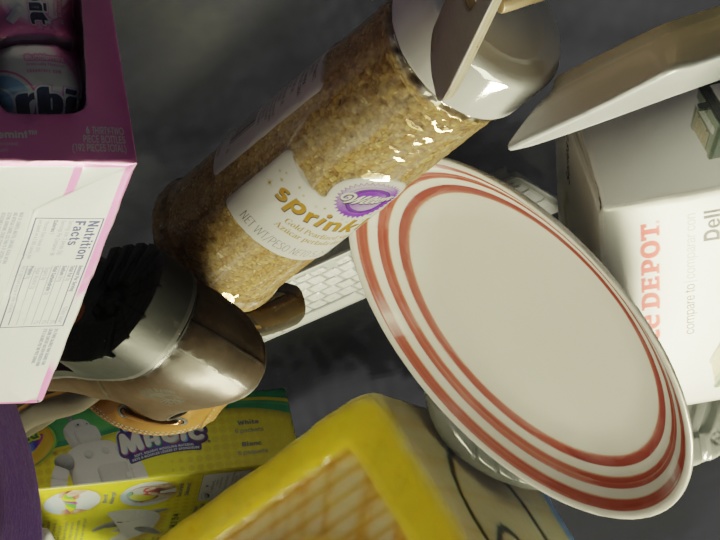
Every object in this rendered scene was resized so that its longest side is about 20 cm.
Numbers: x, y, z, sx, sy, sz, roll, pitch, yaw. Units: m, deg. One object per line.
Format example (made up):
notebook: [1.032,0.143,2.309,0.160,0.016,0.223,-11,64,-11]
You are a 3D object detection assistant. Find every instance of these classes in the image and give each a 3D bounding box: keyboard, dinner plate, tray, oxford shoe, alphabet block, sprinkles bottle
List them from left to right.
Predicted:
oxford shoe: [-0.102,0.033,1.185,0.084,0.073,0.200,32,171,-26]
sprinkles bottle: [-0.005,-0.055,1.147,0.068,0.068,0.200,11,145,-38]
keyboard: [0.000,0.000,1.317,0.200,0.011,0.056,-24,150,22]
alphabet block: [0.013,0.199,1.431,0.196,0.196,0.200,-38,160,13]
dinner plate: [0.074,0.026,1.234,0.024,0.200,0.200,-40,164,-26]
tray: [0.156,-0.095,1.108,0.200,0.022,0.107,-20,178,-37]

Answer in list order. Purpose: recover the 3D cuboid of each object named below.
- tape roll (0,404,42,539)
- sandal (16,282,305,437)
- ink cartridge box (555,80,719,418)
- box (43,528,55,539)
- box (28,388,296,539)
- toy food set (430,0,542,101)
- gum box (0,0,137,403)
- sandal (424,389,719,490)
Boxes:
tape roll: [-0.219,0.079,1.171,0.066,0.201,0.200,-24,151,22]
sandal: [-0.095,0.053,1.287,0.200,0.055,0.082,-25,-179,36]
ink cartridge box: [0.193,-0.023,1.237,0.199,0.084,0.146,-10,137,-3]
box: [-0.250,0.198,1.402,0.199,0.125,0.098,3,150,14]
box: [-0.139,0.113,1.439,0.199,0.048,0.117,-7,154,-15]
toy food set: [0.127,-0.133,1.020,0.200,0.061,0.144,-19,157,-23]
gum box: [-0.141,-0.043,1.063,0.066,0.114,0.200,-1,151,-19]
sandal: [0.110,0.074,1.447,0.202,0.083,0.050,9,175,-34]
